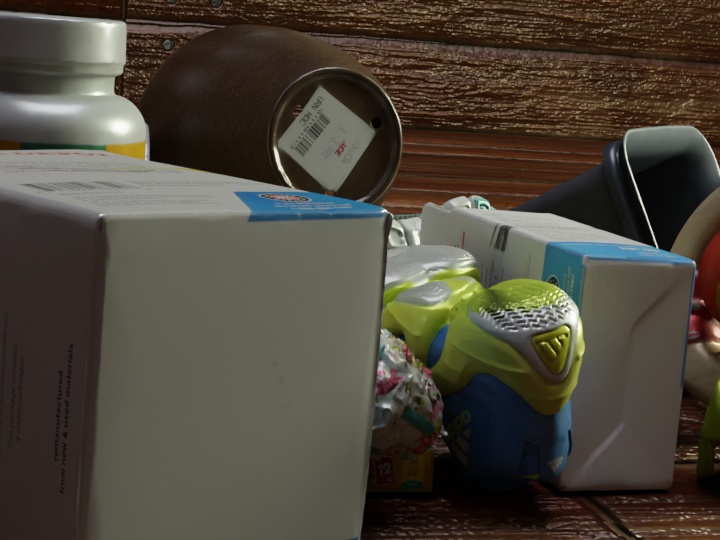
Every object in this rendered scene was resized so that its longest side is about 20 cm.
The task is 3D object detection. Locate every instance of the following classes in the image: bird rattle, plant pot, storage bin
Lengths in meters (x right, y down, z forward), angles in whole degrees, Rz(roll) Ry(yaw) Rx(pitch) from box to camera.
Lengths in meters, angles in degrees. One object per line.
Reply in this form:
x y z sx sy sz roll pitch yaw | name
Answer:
0.205 0.027 0.845 0.112 0.165 0.200 20 12 -23 | bird rattle
-0.049 -0.086 1.085 0.184 0.190 0.200 1 2 -19 | plant pot
0.195 -0.017 1.187 0.133 0.147 0.199 -22 -5 31 | storage bin

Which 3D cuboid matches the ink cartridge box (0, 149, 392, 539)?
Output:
-0.111 0.032 0.656 0.146 0.147 0.199 -4 12 -43 | ink cartridge box

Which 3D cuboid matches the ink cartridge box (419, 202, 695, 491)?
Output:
0.095 0.032 0.842 0.066 0.118 0.200 1 11 -20 | ink cartridge box

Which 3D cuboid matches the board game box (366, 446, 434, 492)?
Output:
-0.032 0.074 0.815 0.094 0.030 0.200 2 7 -13 | board game box

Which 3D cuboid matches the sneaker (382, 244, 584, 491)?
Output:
0.041 0.050 0.764 0.075 0.107 0.200 -11 13 -19 | sneaker

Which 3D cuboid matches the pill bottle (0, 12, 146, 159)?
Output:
-0.179 -0.043 0.895 0.111 0.203 0.113 4 9 -1 | pill bottle

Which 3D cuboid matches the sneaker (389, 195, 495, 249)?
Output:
0.000 0.000 1.000 0.198 0.079 0.091 -2 -10 -38 | sneaker

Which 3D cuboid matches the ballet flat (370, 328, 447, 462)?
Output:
-0.023 0.047 0.750 0.064 0.076 0.200 33 0 -29 | ballet flat

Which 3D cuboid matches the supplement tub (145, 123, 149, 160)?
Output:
-0.244 -0.043 1.050 0.197 0.142 0.140 3 9 -11 | supplement tub
